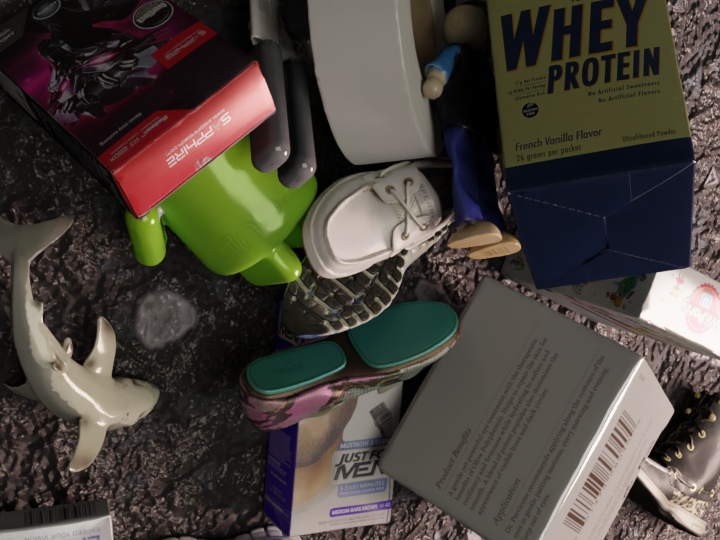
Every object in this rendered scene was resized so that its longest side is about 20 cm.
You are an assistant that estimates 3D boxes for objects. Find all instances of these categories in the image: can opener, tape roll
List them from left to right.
[{"bbox_3d":[-0.057,-0.155,0.816,0.052,0.066,0.203,27,46,-36],"label":"can opener"},{"bbox_3d":[0.020,-0.189,0.862,0.069,0.203,0.206,-5,109,15],"label":"tape roll"}]

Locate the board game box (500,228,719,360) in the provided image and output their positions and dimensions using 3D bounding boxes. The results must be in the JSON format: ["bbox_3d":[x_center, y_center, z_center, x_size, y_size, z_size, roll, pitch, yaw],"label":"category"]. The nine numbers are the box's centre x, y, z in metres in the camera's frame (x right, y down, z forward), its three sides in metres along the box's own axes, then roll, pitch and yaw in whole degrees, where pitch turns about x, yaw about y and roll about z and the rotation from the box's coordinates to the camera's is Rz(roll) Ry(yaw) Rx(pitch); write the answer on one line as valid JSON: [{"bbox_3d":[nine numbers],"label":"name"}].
[{"bbox_3d":[0.253,0.019,1.043,0.146,0.199,0.065,23,89,-33],"label":"board game box"}]

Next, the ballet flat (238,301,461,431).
[{"bbox_3d":[-0.008,0.083,0.911,0.197,0.070,0.072,-19,140,-17],"label":"ballet flat"}]

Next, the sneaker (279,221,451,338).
[{"bbox_3d":[0.000,0.000,0.938,0.079,0.089,0.199,48,52,2],"label":"sneaker"}]

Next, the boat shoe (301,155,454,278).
[{"bbox_3d":[0.033,-0.054,0.863,0.199,0.069,0.072,-33,107,-45],"label":"boat shoe"}]

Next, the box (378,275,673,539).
[{"bbox_3d":[0.158,0.152,0.996,0.201,0.170,0.200,-59,150,-6],"label":"box"}]

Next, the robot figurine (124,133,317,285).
[{"bbox_3d":[-0.113,-0.079,0.844,0.200,0.115,0.176,48,65,-23],"label":"robot figurine"}]

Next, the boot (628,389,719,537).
[{"bbox_3d":[0.356,0.195,1.222,0.203,0.073,0.155,39,77,-35],"label":"boot"}]

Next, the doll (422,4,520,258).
[{"bbox_3d":[0.088,-0.114,0.861,0.136,0.048,0.204,20,62,-59],"label":"doll"}]

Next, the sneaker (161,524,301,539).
[{"bbox_3d":[-0.122,0.275,0.937,0.197,0.091,0.079,-9,105,-29],"label":"sneaker"}]

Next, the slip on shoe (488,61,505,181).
[{"bbox_3d":[0.161,-0.175,1.032,0.061,0.073,0.204,-9,98,-75],"label":"slip on shoe"}]

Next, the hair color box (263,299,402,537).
[{"bbox_3d":[-0.023,0.130,0.982,0.108,0.065,0.204,-1,100,-30],"label":"hair color box"}]

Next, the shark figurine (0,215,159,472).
[{"bbox_3d":[-0.245,0.065,0.829,0.217,0.088,0.129,65,34,-33],"label":"shark figurine"}]

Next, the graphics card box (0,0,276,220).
[{"bbox_3d":[-0.168,-0.136,0.757,0.125,0.199,0.051,-40,144,-15],"label":"graphics card box"}]

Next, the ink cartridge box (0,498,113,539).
[{"bbox_3d":[-0.288,0.291,0.847,0.196,0.041,0.204,-5,103,-18],"label":"ink cartridge box"}]

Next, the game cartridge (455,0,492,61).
[{"bbox_3d":[0.150,-0.290,0.964,0.131,0.040,0.204,1,103,10],"label":"game cartridge"}]

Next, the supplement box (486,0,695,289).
[{"bbox_3d":[0.184,-0.121,0.867,0.200,0.132,0.203,56,29,-64],"label":"supplement box"}]

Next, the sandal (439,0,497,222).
[{"bbox_3d":[0.090,-0.143,0.982,0.056,0.080,0.204,-7,117,-32],"label":"sandal"}]
